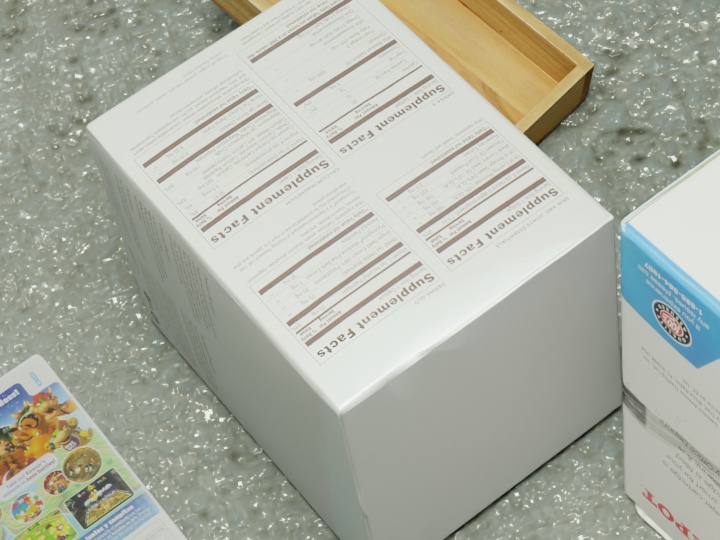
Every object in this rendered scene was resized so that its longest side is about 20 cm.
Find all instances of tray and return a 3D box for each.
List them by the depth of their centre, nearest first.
[{"bbox_3d":[0.015,-0.129,1.116,0.200,0.037,0.099,41,69,18],"label":"tray"}]

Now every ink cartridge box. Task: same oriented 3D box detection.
[{"bbox_3d":[0.183,0.062,0.876,0.083,0.201,0.145,-35,57,-18],"label":"ink cartridge box"}]

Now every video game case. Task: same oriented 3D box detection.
[{"bbox_3d":[-0.156,0.145,0.986,0.143,0.018,0.200,-35,57,-14],"label":"video game case"}]

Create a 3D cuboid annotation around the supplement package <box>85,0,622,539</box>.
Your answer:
[{"bbox_3d":[0.000,0.000,0.979,0.150,0.152,0.200,-34,57,-16],"label":"supplement package"}]
